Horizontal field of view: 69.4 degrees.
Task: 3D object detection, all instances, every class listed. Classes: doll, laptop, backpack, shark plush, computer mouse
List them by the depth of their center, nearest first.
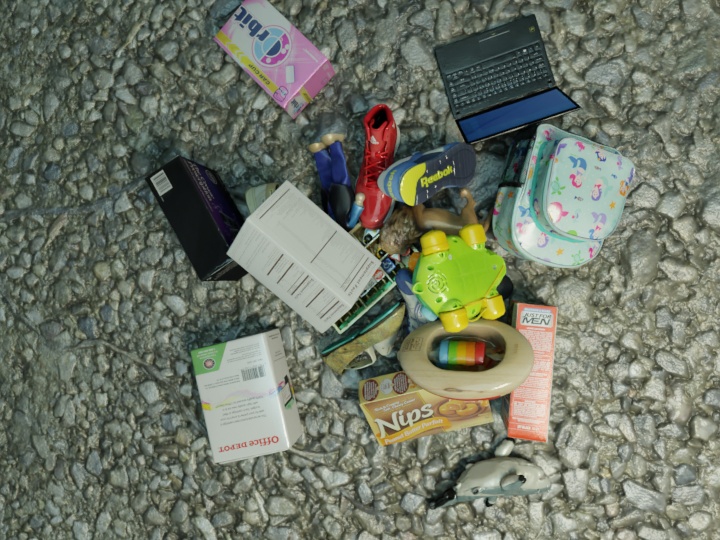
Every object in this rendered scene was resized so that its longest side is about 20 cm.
[{"bbox_3d":[0.302,-0.105,0.794,0.176,0.151,0.202,15,100,-15],"label":"backpack"},{"bbox_3d":[0.228,-0.311,0.836,0.176,0.103,0.202,-16,87,10],"label":"laptop"},{"bbox_3d":[0.209,0.366,0.855,0.199,0.091,0.084,-31,114,4],"label":"shark plush"},{"bbox_3d":[0.159,0.045,0.881,0.198,0.034,0.059,-15,88,11],"label":"computer mouse"},{"bbox_3d":[-0.043,-0.121,0.884,0.136,0.048,0.202,-14,86,52],"label":"doll"}]

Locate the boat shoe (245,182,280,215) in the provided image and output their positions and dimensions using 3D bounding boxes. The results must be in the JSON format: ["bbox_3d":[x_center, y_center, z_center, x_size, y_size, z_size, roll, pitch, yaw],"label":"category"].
[{"bbox_3d":[-0.143,-0.064,0.916,0.069,0.074,0.201,-21,82,11],"label":"boat shoe"}]

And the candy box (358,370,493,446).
[{"bbox_3d":[0.107,0.214,0.850,0.198,0.055,0.116,-15,124,11],"label":"candy box"}]

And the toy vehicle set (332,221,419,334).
[{"bbox_3d":[0.000,0.000,0.914,0.200,0.027,0.124,-43,82,7],"label":"toy vehicle set"}]

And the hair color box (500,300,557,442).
[{"bbox_3d":[0.263,0.151,0.821,0.063,0.111,0.202,6,90,10],"label":"hair color box"}]

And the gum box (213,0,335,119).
[{"bbox_3d":[-0.156,-0.387,0.927,0.114,0.066,0.200,-45,82,6],"label":"gum box"}]

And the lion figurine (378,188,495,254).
[{"bbox_3d":[0.130,-0.076,0.842,0.198,0.123,0.073,-1,133,16],"label":"lion figurine"}]

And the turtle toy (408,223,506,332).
[{"bbox_3d":[0.151,0.009,0.787,0.199,0.101,0.147,-12,86,-32],"label":"turtle toy"}]

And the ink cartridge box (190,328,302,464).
[{"bbox_3d":[-0.199,0.219,0.920,0.144,0.084,0.202,-14,86,10],"label":"ink cartridge box"}]

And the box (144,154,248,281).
[{"bbox_3d":[-0.264,-0.085,0.907,0.079,0.141,0.201,-31,84,6],"label":"box"}]

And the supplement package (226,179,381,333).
[{"bbox_3d":[-0.088,-0.019,0.819,0.200,0.114,0.110,41,140,-5],"label":"supplement package"}]

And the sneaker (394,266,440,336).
[{"bbox_3d":[0.101,0.093,0.857,0.088,0.075,0.201,-30,96,21],"label":"sneaker"}]

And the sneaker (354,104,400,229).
[{"bbox_3d":[0.019,-0.176,0.853,0.078,0.116,0.202,1,78,12],"label":"sneaker"}]

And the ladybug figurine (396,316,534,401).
[{"bbox_3d":[0.152,0.135,0.765,0.198,0.072,0.136,2,46,23],"label":"ladybug figurine"}]

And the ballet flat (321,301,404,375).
[{"bbox_3d":[0.015,0.121,0.867,0.200,0.071,0.071,-36,82,35],"label":"ballet flat"}]

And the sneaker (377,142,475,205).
[{"bbox_3d":[0.111,-0.162,0.838,0.082,0.199,0.075,14,119,47],"label":"sneaker"}]
